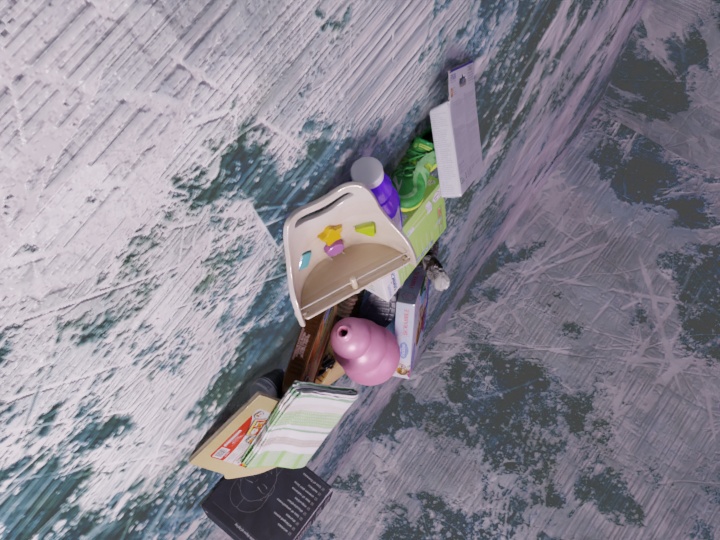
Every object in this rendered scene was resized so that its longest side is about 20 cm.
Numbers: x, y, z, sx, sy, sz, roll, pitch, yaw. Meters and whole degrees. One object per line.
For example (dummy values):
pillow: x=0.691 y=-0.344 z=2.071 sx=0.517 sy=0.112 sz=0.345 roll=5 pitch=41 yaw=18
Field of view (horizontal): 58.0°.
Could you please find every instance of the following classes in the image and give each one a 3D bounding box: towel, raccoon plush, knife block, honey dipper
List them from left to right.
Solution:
towel: x=-0.104 y=0.281 z=1.149 sx=0.149 sy=0.031 sz=0.200 roll=16 pitch=117 yaw=-40
knife block: x=-0.094 y=0.220 z=1.388 sx=0.176 sy=0.064 sz=0.200 roll=-48 pitch=164 yaw=-23
honey dipper: x=0.000 y=0.000 z=1.279 sx=0.201 sy=0.038 sz=0.038 roll=-65 pitch=163 yaw=18
raccoon plush: x=0.153 y=-0.047 z=1.361 sx=0.134 sy=0.201 sz=0.097 roll=-16 pitch=160 yaw=-37

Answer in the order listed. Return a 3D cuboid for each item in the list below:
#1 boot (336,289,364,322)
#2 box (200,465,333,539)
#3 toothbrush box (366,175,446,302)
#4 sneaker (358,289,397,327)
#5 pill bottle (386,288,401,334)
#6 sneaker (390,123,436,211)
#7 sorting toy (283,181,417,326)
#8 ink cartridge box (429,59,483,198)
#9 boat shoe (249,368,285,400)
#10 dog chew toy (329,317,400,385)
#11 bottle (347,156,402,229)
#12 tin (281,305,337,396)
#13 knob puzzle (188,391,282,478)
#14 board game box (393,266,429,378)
boot: x=0.005 y=0.095 z=1.406 sx=0.200 sy=0.075 sz=0.074 roll=-34 pitch=152 yaw=-53
box: x=-0.196 y=0.494 z=1.385 sx=0.197 sy=0.200 sz=0.124 roll=-47 pitch=164 yaw=-28
toothbrush box: x=0.066 y=-0.068 z=1.185 sx=0.200 sy=0.086 sz=0.146 roll=-52 pitch=153 yaw=-19
sneaker: x=0.044 y=0.032 z=1.345 sx=0.082 sy=0.074 sz=0.201 roll=-90 pitch=-167 yaw=-67
pill bottle: x=0.040 y=0.127 z=1.523 sx=0.200 sy=0.109 sz=0.109 roll=-43 pitch=161 yaw=-39
sneaker: x=0.094 y=-0.184 z=1.111 sx=0.084 sy=0.074 sz=0.200 roll=86 pitch=29 yaw=-55
sorting toy: x=-0.035 y=-0.043 z=0.926 sx=0.199 sy=0.107 sz=0.180 roll=-28 pitch=147 yaw=-8
ink cartridge box: x=0.164 y=-0.245 z=1.104 sx=0.200 sy=0.040 sz=0.201 roll=-45 pitch=131 yaw=-60
boat shoe: x=-0.174 y=0.259 z=1.220 sx=0.068 sy=0.072 sz=0.201 roll=-39 pitch=151 yaw=-43
dog chew toy: x=0.002 y=0.151 z=1.274 sx=0.125 sy=0.124 sz=0.200 roll=-54 pitch=150 yaw=-7
bottle: x=0.020 y=-0.102 z=1.008 sx=0.200 sy=0.083 sz=0.066 roll=75 pitch=31 yaw=-66
tin: x=-0.092 y=0.146 z=1.189 sx=0.112 sy=0.042 sz=0.201 roll=57 pitch=51 yaw=-70
knob puzzle: x=-0.177 y=0.297 z=1.160 sx=0.219 sy=0.030 sz=0.220 roll=-18 pitch=133 yaw=-20
board game box: x=0.114 y=0.096 z=1.424 sx=0.200 sy=0.041 sz=0.201 roll=-64 pitch=159 yaw=-53
